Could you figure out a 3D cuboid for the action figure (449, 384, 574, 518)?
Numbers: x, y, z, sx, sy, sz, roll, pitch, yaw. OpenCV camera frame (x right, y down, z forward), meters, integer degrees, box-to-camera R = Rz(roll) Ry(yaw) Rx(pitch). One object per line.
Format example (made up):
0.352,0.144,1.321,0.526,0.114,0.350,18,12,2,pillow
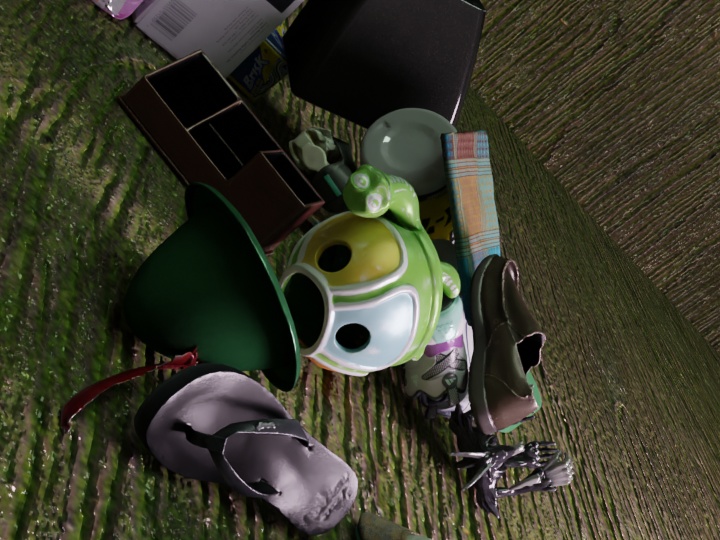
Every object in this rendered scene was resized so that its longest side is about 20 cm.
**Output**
0.149,0.171,1.253,0.119,0.102,0.200,65,16,5,action figure

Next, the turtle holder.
0.004,0.011,1.092,0.131,0.186,0.141,-14,68,-43,turtle holder

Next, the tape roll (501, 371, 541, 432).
0.131,0.096,1.472,0.200,0.048,0.201,44,18,-18,tape roll

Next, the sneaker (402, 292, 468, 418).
0.059,0.079,1.253,0.200,0.077,0.141,-122,-160,-74,sneaker

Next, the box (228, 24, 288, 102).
-0.139,-0.296,1.591,0.064,0.070,0.200,42,18,-30,box

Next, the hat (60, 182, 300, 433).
-0.154,0.044,0.883,0.166,0.176,0.200,54,-21,22,hat

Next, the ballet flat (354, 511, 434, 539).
0.064,0.247,0.912,0.068,0.067,0.200,28,26,-52,ballet flat

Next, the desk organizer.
-0.130,-0.112,1.188,0.200,0.077,0.072,51,16,4,desk organizer

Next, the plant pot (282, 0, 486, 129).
0.040,-0.278,1.483,0.199,0.178,0.200,23,25,-18,plant pot

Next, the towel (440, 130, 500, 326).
0.125,-0.049,1.337,0.147,0.022,0.201,-21,104,-69,towel

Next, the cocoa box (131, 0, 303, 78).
-0.153,-0.339,1.416,0.133,0.200,0.131,35,21,-38,cocoa box

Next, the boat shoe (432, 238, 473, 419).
0.089,0.066,1.341,0.065,0.073,0.201,52,35,-58,boat shoe

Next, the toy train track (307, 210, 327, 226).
-0.011,-0.012,1.374,0.200,0.033,0.115,41,25,-10,toy train track

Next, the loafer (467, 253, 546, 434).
0.147,0.069,1.221,0.073,0.071,0.201,61,26,-48,loafer

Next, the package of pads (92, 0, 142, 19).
-0.254,-0.370,1.361,0.076,0.121,0.200,32,23,-32,package of pads

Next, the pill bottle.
0.060,-0.081,1.434,0.115,0.114,0.200,59,-13,29,pill bottle

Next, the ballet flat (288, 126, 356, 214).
-0.041,-0.125,1.419,0.068,0.068,0.200,50,2,-24,ballet flat

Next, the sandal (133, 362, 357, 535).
-0.063,0.121,0.828,0.200,0.076,0.043,35,-4,-42,sandal
